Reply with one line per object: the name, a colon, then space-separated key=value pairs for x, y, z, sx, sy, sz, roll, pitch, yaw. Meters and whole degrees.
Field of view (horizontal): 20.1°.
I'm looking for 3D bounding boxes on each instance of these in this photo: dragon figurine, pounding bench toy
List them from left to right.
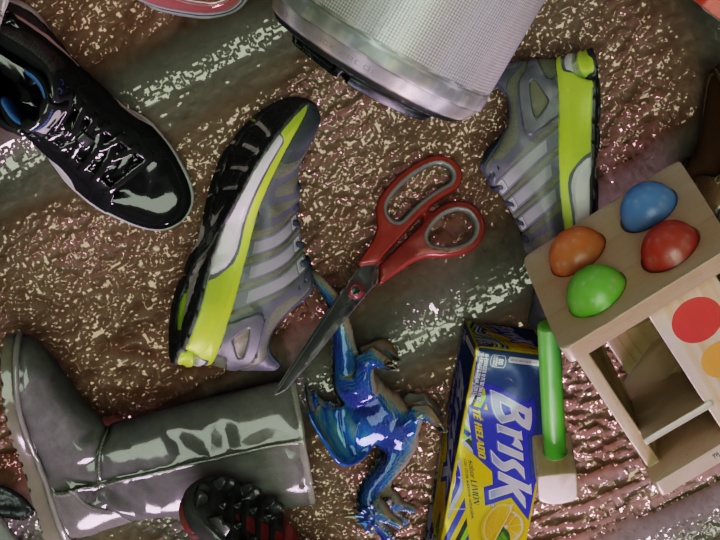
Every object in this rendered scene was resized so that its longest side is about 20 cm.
dragon figurine: x=-0.006 y=0.101 z=1.441 sx=0.099 sy=0.059 sz=0.200 roll=-36 pitch=105 yaw=6
pounding bench toy: x=0.168 y=0.051 z=1.336 sx=0.199 sy=0.124 sz=0.156 roll=-32 pitch=118 yaw=9

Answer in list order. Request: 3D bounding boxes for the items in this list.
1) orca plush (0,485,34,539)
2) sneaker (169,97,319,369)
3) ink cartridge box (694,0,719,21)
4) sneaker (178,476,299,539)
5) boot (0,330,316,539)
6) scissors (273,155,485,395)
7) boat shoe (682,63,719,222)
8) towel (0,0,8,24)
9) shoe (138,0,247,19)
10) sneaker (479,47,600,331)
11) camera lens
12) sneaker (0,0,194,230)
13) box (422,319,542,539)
orca plush: x=-0.268 y=0.219 z=1.472 sx=0.199 sy=0.071 sz=0.106 roll=31 pitch=57 yaw=-15
sneaker: x=-0.066 y=-0.022 z=1.396 sx=0.081 sy=0.074 sz=0.201 roll=17 pitch=101 yaw=-23
ink cartridge box: x=0.301 y=-0.215 z=1.328 sx=0.200 sy=0.047 sz=0.160 roll=25 pitch=106 yaw=-45
sneaker: x=-0.073 y=0.219 z=1.445 sx=0.098 sy=0.071 sz=0.200 roll=-24 pitch=131 yaw=28
boot: x=-0.141 y=0.107 z=1.430 sx=0.199 sy=0.073 sz=0.183 roll=-10 pitch=119 yaw=7
scissors: x=0.000 y=0.000 z=1.411 sx=0.200 sy=0.014 sz=0.073 roll=-38 pitch=91 yaw=-5
boat shoe: x=0.244 y=-0.046 z=1.407 sx=0.068 sy=0.072 sz=0.201 roll=-4 pitch=105 yaw=-3
towel: x=-0.328 y=-0.125 z=1.331 sx=0.199 sy=0.032 sz=0.192 roll=24 pitch=105 yaw=25
shoe: x=-0.163 y=-0.218 z=1.329 sx=0.199 sy=0.091 sz=0.072 roll=26 pitch=103 yaw=-9
sneaker: x=0.124 y=-0.056 z=1.408 sx=0.080 sy=0.074 sz=0.201 roll=4 pitch=103 yaw=11
camera lens: x=0.048 y=-0.209 z=1.307 sx=0.159 sy=0.160 sz=0.201 roll=28 pitch=102 yaw=-10
sneaker: x=-0.193 y=-0.090 z=1.352 sx=0.073 sy=0.112 sz=0.200 roll=-42 pitch=103 yaw=9
box: x=0.091 y=0.142 z=1.451 sx=0.064 sy=0.070 sz=0.201 roll=7 pitch=105 yaw=-8
